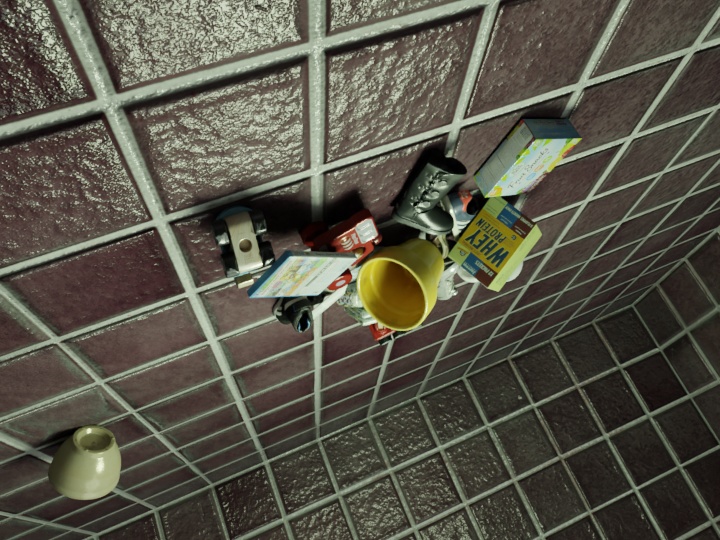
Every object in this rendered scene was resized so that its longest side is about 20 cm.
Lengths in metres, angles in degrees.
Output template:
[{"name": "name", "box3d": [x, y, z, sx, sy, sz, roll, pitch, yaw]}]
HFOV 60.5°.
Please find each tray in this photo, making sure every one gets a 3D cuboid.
[{"name": "tray", "box3d": [-0.099, 0.095, 1.651, 0.107, 0.022, 0.200, -39, 179, -32]}]

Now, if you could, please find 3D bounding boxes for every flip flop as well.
[{"name": "flip flop", "box3d": [0.194, -0.094, 1.593, 0.057, 0.082, 0.200, -10, 157, 8]}]

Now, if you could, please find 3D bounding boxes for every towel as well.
[{"name": "towel", "box3d": [0.066, 0.100, 1.779, 0.197, 0.049, 0.171, -16, -165, -16]}]

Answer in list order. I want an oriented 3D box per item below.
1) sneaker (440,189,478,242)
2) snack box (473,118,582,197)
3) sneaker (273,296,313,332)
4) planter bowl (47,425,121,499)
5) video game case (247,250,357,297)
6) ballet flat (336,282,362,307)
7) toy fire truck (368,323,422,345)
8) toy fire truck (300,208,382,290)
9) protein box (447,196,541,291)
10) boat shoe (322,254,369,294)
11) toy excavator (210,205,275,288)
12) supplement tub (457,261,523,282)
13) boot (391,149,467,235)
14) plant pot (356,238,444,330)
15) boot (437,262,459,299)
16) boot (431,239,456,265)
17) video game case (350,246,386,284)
[{"name": "sneaker", "box3d": [0.259, -0.138, 1.558, 0.083, 0.076, 0.200, -23, 157, 6]}, {"name": "snack box", "box3d": [0.386, -0.261, 1.440, 0.167, 0.068, 0.201, -9, 151, -35]}, {"name": "sneaker", "box3d": [-0.175, 0.124, 1.617, 0.072, 0.113, 0.201, -14, 154, -22]}, {"name": "planter bowl", "box3d": [-0.791, 0.542, 1.803, 0.198, 0.200, 0.136, 2, 118, -47]}, {"name": "video game case", "box3d": [-0.116, 0.008, 1.255, 0.198, 0.018, 0.143, 0, 146, -50]}, {"name": "ballet flat", "box3d": [0.032, 0.064, 1.683, 0.197, 0.073, 0.072, -9, 153, -16]}, {"name": "toy fire truck", "box3d": [0.104, 0.138, 1.953, 0.174, 0.130, 0.200, -25, 167, -2]}, {"name": "toy fire truck", "box3d": [-0.030, -0.054, 1.392, 0.166, 0.113, 0.200, -27, 158, 2]}, {"name": "protein box", "box3d": [0.355, -0.068, 1.615, 0.200, 0.135, 0.200, -54, 161, 9]}, {"name": "boat shoe", "box3d": [-0.044, -0.021, 1.538, 0.066, 0.057, 0.200, 31, 124, -20]}, {"name": "toy excavator", "box3d": [-0.238, -0.040, 1.237, 0.098, 0.200, 0.198, -17, 112, -15]}, {"name": "supplement tub", "box3d": [0.382, -0.030, 1.840, 0.198, 0.133, 0.132, 2, 145, -46]}, {"name": "boot", "box3d": [0.179, -0.170, 1.381, 0.162, 0.066, 0.201, 9, 142, -21]}, {"name": "plant pot", "box3d": [0.118, 0.016, 1.547, 0.189, 0.201, 0.201, -41, 175, -48]}, {"name": "boot", "box3d": [0.258, 0.028, 1.820, 0.074, 0.096, 0.200, -49, -174, -24]}, {"name": "boot", "box3d": [0.183, -0.014, 1.749, 0.200, 0.074, 0.154, -16, 158, -10]}, {"name": "video game case", "box3d": [0.000, 0.000, 1.657, 0.142, 0.018, 0.200, 1, 145, -46]}]
